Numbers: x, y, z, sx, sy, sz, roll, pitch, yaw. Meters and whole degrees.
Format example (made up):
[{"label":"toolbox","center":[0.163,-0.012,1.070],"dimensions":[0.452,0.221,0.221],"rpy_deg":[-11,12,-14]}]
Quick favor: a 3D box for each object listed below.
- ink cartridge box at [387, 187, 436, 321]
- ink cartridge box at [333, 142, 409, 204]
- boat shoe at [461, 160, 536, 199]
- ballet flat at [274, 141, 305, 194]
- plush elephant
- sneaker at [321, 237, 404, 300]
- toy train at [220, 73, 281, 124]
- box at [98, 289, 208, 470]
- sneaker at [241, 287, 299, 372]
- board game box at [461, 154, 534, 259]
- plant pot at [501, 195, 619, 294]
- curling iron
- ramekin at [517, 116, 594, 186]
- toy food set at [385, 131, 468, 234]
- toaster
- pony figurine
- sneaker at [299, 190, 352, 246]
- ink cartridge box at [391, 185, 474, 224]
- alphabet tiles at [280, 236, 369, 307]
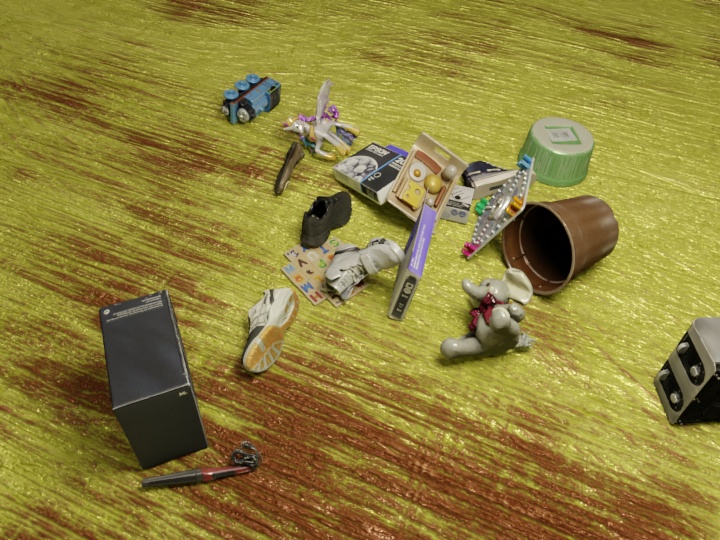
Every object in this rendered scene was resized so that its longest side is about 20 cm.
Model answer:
[{"label":"ink cartridge box","center":[0.114,-0.033,1.161],"dimensions":[0.042,0.202,0.201],"rpy_deg":[17,48,1]},{"label":"ink cartridge box","center":[0.061,-0.266,1.427],"dimensions":[0.198,0.044,0.197],"rpy_deg":[-34,44,-21]},{"label":"boat shoe","center":[0.359,-0.254,1.465],"dimensions":[0.194,0.076,0.094],"rpy_deg":[-11,56,-12]},{"label":"ballet flat","center":[-0.183,-0.267,1.460],"dimensions":[0.046,0.067,0.203],"rpy_deg":[30,41,-19]},{"label":"plush elephant","center":[0.257,0.076,1.104],"dimensions":[0.196,0.165,0.158],"rpy_deg":[9,54,-36]},{"label":"sneaker","center":[0.000,0.000,1.166],"dimensions":[0.197,0.076,0.116],"rpy_deg":[-4,44,44]},{"label":"toy train","center":[-0.324,-0.508,1.650],"dimensions":[0.112,0.088,0.201],"rpy_deg":[27,51,13]},{"label":"box","center":[-0.345,0.183,0.932],"dimensions":[0.120,0.203,0.200],"rpy_deg":[-16,49,-19]},{"label":"sneaker","center":[-0.194,0.117,1.104],"dimensions":[0.085,0.077,0.202],"rpy_deg":[4,42,22]},{"label":"board game box","center":[0.315,-0.148,1.284],"dimensions":[0.026,0.200,0.202],"rpy_deg":[32,47,-8]},{"label":"plant pot","center":[0.454,-0.073,1.237],"dimensions":[0.194,0.204,0.201],"rpy_deg":[-17,50,-28]},{"label":"curling iron","center":[-0.260,0.327,0.921],"dimensions":[0.194,0.026,0.051],"rpy_deg":[-12,86,-9]},{"label":"ramekin","center":[0.543,-0.334,1.534],"dimensions":[0.194,0.099,0.204],"rpy_deg":[2,47,-2]},{"label":"toy food set","center":[0.160,-0.206,1.320],"dimensions":[0.142,0.060,0.203],"rpy_deg":[31,72,-10]},{"label":"toaster","center":[0.664,0.184,1.011],"dimensions":[0.194,0.184,0.121],"rpy_deg":[-2,45,-4]},{"label":"pony figurine","center":[-0.103,-0.400,1.534],"dimensions":[0.197,0.168,0.195],"rpy_deg":[29,52,0]},{"label":"sneaker","center":[-0.075,-0.142,1.321],"dimensions":[0.074,0.093,0.201],"rpy_deg":[17,42,18]},{"label":"ink cartridge box","center":[0.184,-0.184,1.411],"dimensions":[0.195,0.045,0.095],"rpy_deg":[14,47,10]},{"label":"alphabet tiles","center":[-0.078,-0.003,1.254],"dimensions":[0.164,0.006,0.199],"rpy_deg":[-30,56,-28]}]
